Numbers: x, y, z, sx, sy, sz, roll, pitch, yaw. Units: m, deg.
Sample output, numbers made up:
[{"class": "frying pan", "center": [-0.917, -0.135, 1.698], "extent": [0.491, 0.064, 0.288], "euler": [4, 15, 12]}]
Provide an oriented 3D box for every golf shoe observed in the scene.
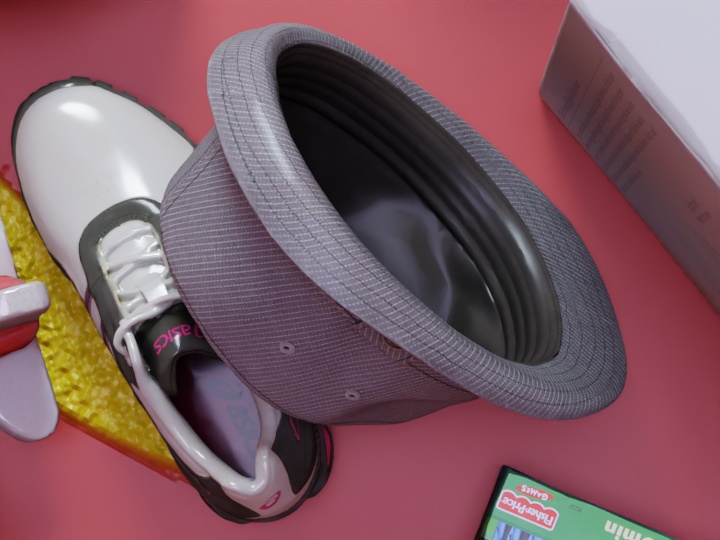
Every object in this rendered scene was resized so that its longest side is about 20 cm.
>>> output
[{"class": "golf shoe", "center": [-0.074, 0.006, 0.834], "extent": [0.077, 0.088, 0.200], "euler": [-33, 85, 1]}]

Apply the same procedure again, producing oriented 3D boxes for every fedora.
[{"class": "fedora", "center": [0.000, 0.000, 0.805], "extent": [0.200, 0.177, 0.090], "euler": [30, 121, -36]}]

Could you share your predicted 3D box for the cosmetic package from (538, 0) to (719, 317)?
[{"class": "cosmetic package", "center": [0.175, -0.040, 0.773], "extent": [0.123, 0.199, 0.200], "euler": [-39, 87, -1]}]

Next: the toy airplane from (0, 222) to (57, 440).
[{"class": "toy airplane", "center": [-0.212, 0.039, 0.799], "extent": [0.200, 0.141, 0.199], "euler": [28, 87, 3]}]

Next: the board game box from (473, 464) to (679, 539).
[{"class": "board game box", "center": [0.088, 0.199, 0.841], "extent": [0.151, 0.037, 0.200], "euler": [22, 88, 2]}]
